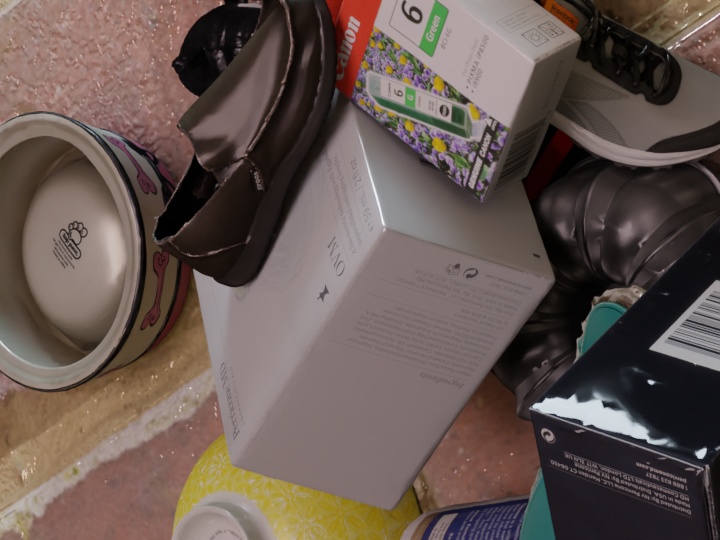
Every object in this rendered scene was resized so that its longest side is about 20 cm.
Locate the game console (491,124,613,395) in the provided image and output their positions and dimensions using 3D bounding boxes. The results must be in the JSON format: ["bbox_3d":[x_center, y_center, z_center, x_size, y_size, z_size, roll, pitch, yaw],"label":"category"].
[{"bbox_3d":[0.104,-0.041,1.781,0.177,0.031,0.200,44,121,23],"label":"game console"}]

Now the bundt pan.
[{"bbox_3d":[0.156,0.028,1.688,0.202,0.076,0.202,6,101,34],"label":"bundt pan"}]

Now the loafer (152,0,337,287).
[{"bbox_3d":[-0.071,-0.082,1.664,0.073,0.071,0.200,52,128,57],"label":"loafer"}]

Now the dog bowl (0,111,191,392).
[{"bbox_3d":[-0.204,-0.014,2.016,0.200,0.074,0.201,3,94,41],"label":"dog bowl"}]

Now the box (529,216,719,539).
[{"bbox_3d":[0.205,0.111,1.538,0.123,0.200,0.199,17,134,37],"label":"box"}]

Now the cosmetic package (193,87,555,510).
[{"bbox_3d":[0.000,0.000,1.714,0.200,0.123,0.200,-58,28,31],"label":"cosmetic package"}]

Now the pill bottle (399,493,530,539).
[{"bbox_3d":[0.125,0.190,1.719,0.200,0.111,0.111,-13,84,41],"label":"pill bottle"}]

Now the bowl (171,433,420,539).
[{"bbox_3d":[-0.065,0.191,1.887,0.200,0.108,0.201,4,96,41],"label":"bowl"}]

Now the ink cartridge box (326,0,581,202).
[{"bbox_3d":[0.027,-0.143,1.635,0.200,0.050,0.109,39,134,21],"label":"ink cartridge box"}]

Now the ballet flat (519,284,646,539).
[{"bbox_3d":[0.148,0.104,1.618,0.072,0.072,0.200,28,111,36],"label":"ballet flat"}]

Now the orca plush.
[{"bbox_3d":[-0.087,-0.130,1.859,0.200,0.071,0.105,34,135,57],"label":"orca plush"}]

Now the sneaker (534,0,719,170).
[{"bbox_3d":[0.136,-0.121,1.659,0.200,0.074,0.079,18,142,2],"label":"sneaker"}]
